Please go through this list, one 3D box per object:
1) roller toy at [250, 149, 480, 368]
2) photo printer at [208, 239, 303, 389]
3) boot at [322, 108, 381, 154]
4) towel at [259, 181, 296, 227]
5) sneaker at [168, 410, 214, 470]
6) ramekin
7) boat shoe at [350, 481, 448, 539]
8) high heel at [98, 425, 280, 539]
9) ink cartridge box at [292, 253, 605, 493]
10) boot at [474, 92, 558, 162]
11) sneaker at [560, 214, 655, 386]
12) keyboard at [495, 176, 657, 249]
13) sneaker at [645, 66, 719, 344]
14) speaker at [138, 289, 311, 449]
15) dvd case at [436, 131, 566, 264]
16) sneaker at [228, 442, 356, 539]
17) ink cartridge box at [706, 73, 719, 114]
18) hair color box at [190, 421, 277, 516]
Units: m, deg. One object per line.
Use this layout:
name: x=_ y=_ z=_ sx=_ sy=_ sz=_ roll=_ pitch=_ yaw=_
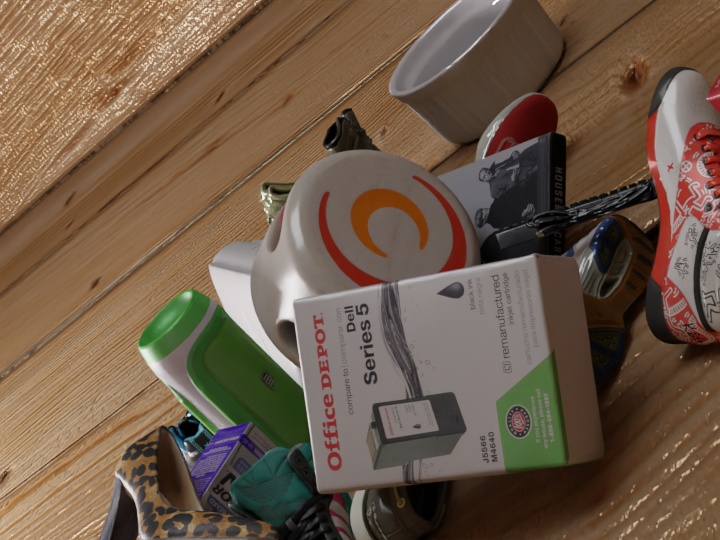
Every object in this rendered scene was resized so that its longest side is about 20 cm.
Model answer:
roller toy: x=0.000 y=0.000 z=1.450 sx=0.181 sy=0.201 sz=0.140 roll=-10 pitch=-26 yaw=-30
photo printer: x=-0.066 y=0.054 z=1.601 sx=0.069 sy=0.167 sz=0.200 roll=-29 pitch=14 yaw=-17
boot: x=0.004 y=-0.097 z=1.820 sx=0.068 sy=0.131 sz=0.200 roll=-39 pitch=19 yaw=16
towel: x=-0.020 y=-0.038 z=1.634 sx=0.200 sy=0.147 sz=0.037 roll=80 pitch=-169 yaw=-67
sneaker: x=-0.155 y=0.167 z=1.676 sx=0.073 sy=0.082 sz=0.200 roll=-50 pitch=17 yaw=-10
ramekin: x=0.137 y=-0.238 z=1.893 sx=0.200 sy=0.098 sz=0.201 roll=-40 pitch=18 yaw=16
boat shoe: x=0.044 y=0.140 z=1.322 sx=0.060 sy=0.072 sz=0.203 roll=-31 pitch=29 yaw=34
high heel: x=-0.128 y=0.172 z=1.310 sx=0.199 sy=0.071 sz=0.143 roll=-13 pitch=46 yaw=37
ink cartridge box: x=0.061 y=0.077 z=1.189 sx=0.199 sy=0.147 sz=0.084 roll=-11 pitch=-6 yaw=28
boot: x=0.161 y=-0.089 z=1.567 sx=0.144 sy=0.072 sz=0.201 roll=-9 pitch=48 yaw=61
sneaker: x=0.161 y=0.044 z=1.291 sx=0.088 sy=0.075 sz=0.200 roll=-36 pitch=10 yaw=49
keyboard: x=0.201 y=-0.055 z=1.319 sx=0.199 sy=0.021 sz=0.127 roll=-20 pitch=0 yaw=18
sneaker: x=0.257 y=-0.050 z=1.162 sx=0.108 sy=0.067 sz=0.203 roll=-8 pitch=75 yaw=56
speaker: x=-0.107 y=0.110 z=1.499 sx=0.088 sy=0.200 sz=0.089 roll=-39 pitch=19 yaw=16
dvd case: x=0.111 y=-0.027 z=1.489 sx=0.199 sy=0.025 sz=0.152 roll=-19 pitch=64 yaw=54
sneaker: x=-0.047 y=0.201 z=1.300 sx=0.084 sy=0.121 sz=0.200 roll=-41 pitch=19 yaw=8
ink cartridge box: x=0.347 y=-0.106 z=1.069 sx=0.084 sy=0.144 sz=0.200 roll=-53 pitch=19 yaw=-21
hair color box: x=-0.119 y=0.240 z=1.394 sx=0.065 sy=0.109 sz=0.201 roll=-18 pitch=33 yaw=53
